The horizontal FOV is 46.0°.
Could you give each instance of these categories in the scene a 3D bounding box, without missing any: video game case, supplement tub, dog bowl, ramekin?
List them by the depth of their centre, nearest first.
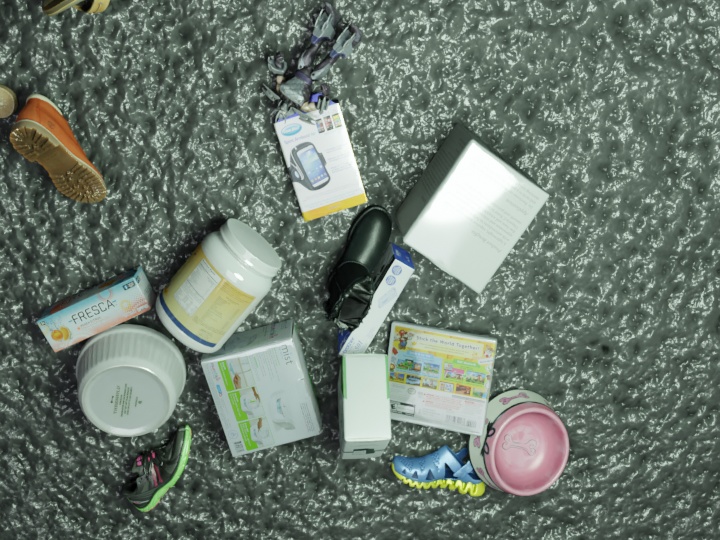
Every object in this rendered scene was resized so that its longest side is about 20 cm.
[{"bbox_3d":[-0.243,0.026,1.461,0.144,0.145,0.200,39,103,-15],"label":"supplement tub"},{"bbox_3d":[-0.415,0.207,1.524,0.198,0.095,0.206,-4,120,-7],"label":"ramekin"},{"bbox_3d":[0.143,0.199,1.568,0.196,0.023,0.186,9,101,11],"label":"video game case"},{"bbox_3d":[0.307,0.333,1.606,0.196,0.074,0.205,-2,98,-16],"label":"dog bowl"}]

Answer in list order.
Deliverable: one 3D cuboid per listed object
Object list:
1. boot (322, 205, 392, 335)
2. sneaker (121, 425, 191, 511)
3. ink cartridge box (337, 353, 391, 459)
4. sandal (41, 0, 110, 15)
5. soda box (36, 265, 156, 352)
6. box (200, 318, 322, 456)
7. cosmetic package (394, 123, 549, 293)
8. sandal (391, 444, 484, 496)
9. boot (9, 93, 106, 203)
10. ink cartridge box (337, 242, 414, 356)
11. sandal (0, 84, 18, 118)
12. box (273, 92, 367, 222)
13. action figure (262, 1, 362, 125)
[{"bbox_3d":[0.000,-0.001,1.454,0.072,0.163,0.200,27,106,-13],"label":"boot"},{"bbox_3d":[-0.388,0.374,1.611,0.083,0.077,0.201,33,103,-18],"label":"sneaker"},{"bbox_3d":[0.004,0.244,1.502,0.081,0.201,0.150,-1,70,-5],"label":"ink cartridge box"},{"bbox_3d":[-0.408,-0.440,1.334,0.197,0.081,0.055,-22,131,1],"label":"sandal"},{"bbox_3d":[-0.468,0.068,1.507,0.197,0.064,0.069,-24,110,4],"label":"soda box"},{"bbox_3d":[-0.178,0.215,1.556,0.173,0.097,0.204,-15,109,2],"label":"box"},{"bbox_3d":[0.180,-0.108,1.425,0.163,0.165,0.201,33,104,-13],"label":"cosmetic package"},{"bbox_3d":[0.155,0.377,1.646,0.196,0.080,0.089,8,106,-15],"label":"sandal"},{"bbox_3d":[-0.489,-0.202,1.407,0.074,0.109,0.201,-21,137,14],"label":"boot"},{"bbox_3d":[0.025,0.057,1.513,0.044,0.094,0.202,27,106,-12],"label":"ink cartridge box"},{"bbox_3d":[-0.670,-0.281,1.370,0.207,0.070,0.079,6,109,-5],"label":"sandal"},{"bbox_3d":[-0.070,-0.197,1.449,0.117,0.042,0.204,-16,107,3],"label":"box"},{"bbox_3d":[-0.084,-0.325,1.374,0.129,0.069,0.202,35,91,4],"label":"action figure"}]
